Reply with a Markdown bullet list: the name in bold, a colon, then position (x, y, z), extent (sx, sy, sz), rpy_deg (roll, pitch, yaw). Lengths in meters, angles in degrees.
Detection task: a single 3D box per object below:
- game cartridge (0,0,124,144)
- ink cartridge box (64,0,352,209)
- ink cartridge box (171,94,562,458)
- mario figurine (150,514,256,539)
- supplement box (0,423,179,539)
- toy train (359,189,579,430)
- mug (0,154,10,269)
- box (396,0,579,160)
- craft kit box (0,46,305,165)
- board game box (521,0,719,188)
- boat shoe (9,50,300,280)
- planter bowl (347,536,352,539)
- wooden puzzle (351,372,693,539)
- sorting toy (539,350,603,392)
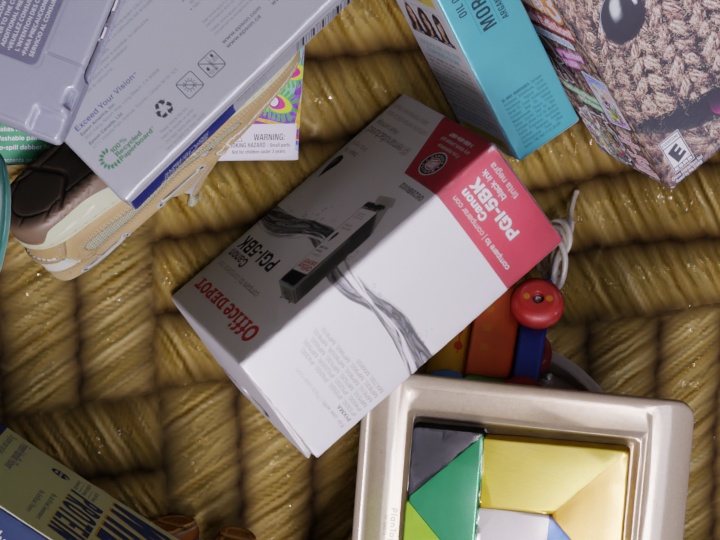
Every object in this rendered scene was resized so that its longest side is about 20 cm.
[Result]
- **game cartridge**: position (-0.185, -0.182, 1.327), extent (0.133, 0.041, 0.201), rpy_deg (22, 83, 0)
- **ink cartridge box**: position (-0.125, -0.171, 1.363), extent (0.200, 0.041, 0.200), rpy_deg (-43, 84, -4)
- **ink cartridge box**: position (0.000, 0.000, 1.480), extent (0.200, 0.147, 0.083), rpy_deg (-41, 116, -6)
- **mario figurine**: position (-0.113, 0.262, 1.536), extent (0.106, 0.123, 0.201), rpy_deg (-3, 104, -38)
- **supplement box**: position (-0.194, 0.226, 1.378), extent (0.200, 0.134, 0.200), rpy_deg (33, 99, -3)
- **toy train**: position (0.069, 0.027, 1.561), extent (0.115, 0.085, 0.201), rpy_deg (10, 61, 2)
- **mug**: position (-0.255, -0.025, 1.345), extent (0.114, 0.185, 0.152), rpy_deg (7, 113, -28)
- **box**: position (0.057, -0.168, 1.487), extent (0.049, 0.082, 0.200), rpy_deg (-34, 117, -11)
- **craft kit box**: position (-0.128, -0.162, 1.435), extent (0.199, 0.049, 0.198), rpy_deg (-3, 105, -22)
- **board game box**: position (0.185, -0.184, 1.526), extent (0.159, 0.097, 0.200), rpy_deg (-39, 117, -7)
- **boat shoe**: position (-0.112, -0.071, 1.418), extent (0.200, 0.072, 0.076), rpy_deg (-36, 135, -3)
- **planter bowl**: position (0.004, 0.245, 1.579), extent (0.200, 0.083, 0.201), rpy_deg (-6, 98, -49)
- **wooden puzzle**: position (0.094, 0.161, 1.475), extent (0.199, 0.037, 0.186), rpy_deg (5, 99, 3)
- **sorting toy**: position (0.147, 0.188, 1.612), extent (0.200, 0.107, 0.180), rpy_deg (-64, 147, -23)
